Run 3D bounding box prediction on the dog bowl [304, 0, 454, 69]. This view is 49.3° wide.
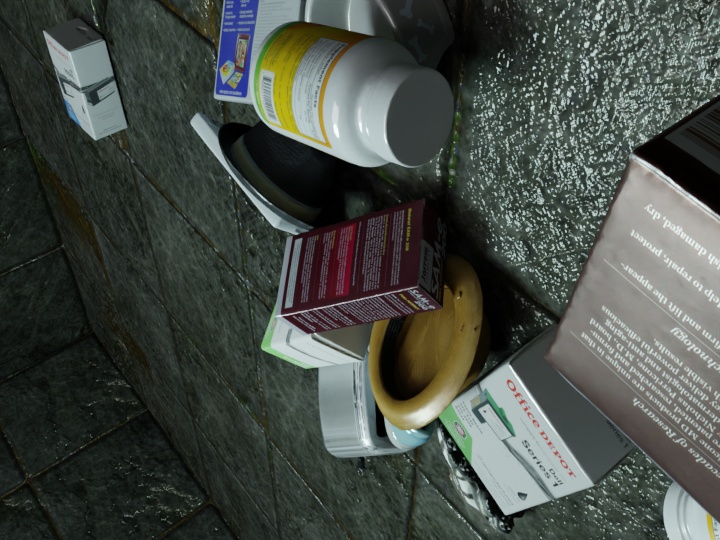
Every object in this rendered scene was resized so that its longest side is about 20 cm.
[{"bbox_3d":[0.014,-0.228,0.809,0.199,0.058,0.203,41,147,34],"label":"dog bowl"}]

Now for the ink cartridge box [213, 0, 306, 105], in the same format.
[{"bbox_3d":[-0.110,-0.301,0.941,0.196,0.046,0.205,22,106,52],"label":"ink cartridge box"}]

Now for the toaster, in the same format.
[{"bbox_3d":[0.012,0.183,1.096,0.128,0.111,0.206,-21,69,59],"label":"toaster"}]

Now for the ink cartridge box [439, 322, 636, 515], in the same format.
[{"bbox_3d":[0.185,0.168,0.852,0.147,0.083,0.201,54,153,12],"label":"ink cartridge box"}]

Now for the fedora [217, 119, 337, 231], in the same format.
[{"bbox_3d":[-0.084,-0.144,0.980,0.092,0.199,0.201,-49,67,19],"label":"fedora"}]

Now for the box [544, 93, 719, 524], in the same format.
[{"bbox_3d":[0.250,0.013,0.503,0.164,0.164,0.203,43,149,28],"label":"box"}]

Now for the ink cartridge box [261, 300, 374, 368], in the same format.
[{"bbox_3d":[-0.047,0.047,1.063,0.083,0.149,0.199,26,162,-20],"label":"ink cartridge box"}]

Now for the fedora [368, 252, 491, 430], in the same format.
[{"bbox_3d":[0.089,0.085,0.896,0.199,0.081,0.205,-32,48,43],"label":"fedora"}]

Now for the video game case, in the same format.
[{"bbox_3d":[-0.122,-0.119,1.064,0.201,0.024,0.181,50,-166,21],"label":"video game case"}]

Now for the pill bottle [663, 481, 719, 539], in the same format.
[{"bbox_3d":[0.330,0.192,0.600,0.106,0.103,0.200,60,154,1],"label":"pill bottle"}]

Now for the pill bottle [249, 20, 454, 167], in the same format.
[{"bbox_3d":[-0.009,-0.161,0.726,0.198,0.110,0.113,29,140,45],"label":"pill bottle"}]

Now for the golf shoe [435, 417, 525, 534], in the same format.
[{"bbox_3d":[0.136,0.248,1.025,0.094,0.077,0.204,-14,102,62],"label":"golf shoe"}]

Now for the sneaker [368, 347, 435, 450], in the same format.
[{"bbox_3d":[0.062,0.123,1.010,0.082,0.072,0.205,-35,66,58],"label":"sneaker"}]

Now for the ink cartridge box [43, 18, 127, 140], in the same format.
[{"bbox_3d":[-0.577,-0.403,1.650,0.144,0.083,0.203,37,144,38],"label":"ink cartridge box"}]

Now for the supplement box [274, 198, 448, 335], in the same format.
[{"bbox_3d":[0.000,0.000,0.897,0.196,0.111,0.061,-13,147,33],"label":"supplement box"}]
